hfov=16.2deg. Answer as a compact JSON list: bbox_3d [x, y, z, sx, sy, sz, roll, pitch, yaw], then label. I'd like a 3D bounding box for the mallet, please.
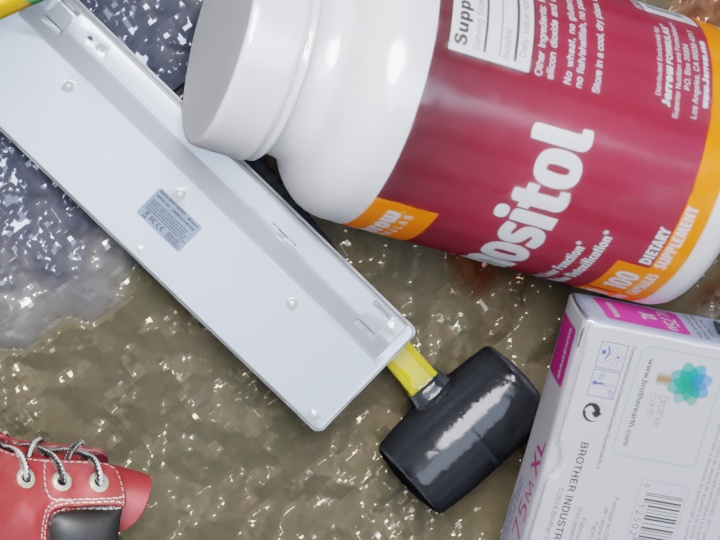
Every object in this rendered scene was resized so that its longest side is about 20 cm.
[{"bbox_3d":[0.000,0.000,0.997,0.066,0.041,0.200,-35,103,-7],"label":"mallet"}]

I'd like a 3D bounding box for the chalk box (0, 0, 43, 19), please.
[{"bbox_3d":[-0.160,-0.144,0.879,0.200,0.124,0.124,-24,104,-10],"label":"chalk box"}]

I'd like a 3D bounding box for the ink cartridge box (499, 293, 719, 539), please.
[{"bbox_3d":[0.164,0.085,1.009,0.200,0.042,0.120,11,107,-10],"label":"ink cartridge box"}]

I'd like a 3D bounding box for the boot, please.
[{"bbox_3d":[-0.155,0.053,0.942,0.144,0.072,0.200,-12,110,-15],"label":"boot"}]

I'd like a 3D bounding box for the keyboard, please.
[{"bbox_3d":[-0.068,-0.025,0.968,0.200,0.011,0.056,44,97,-8],"label":"keyboard"}]

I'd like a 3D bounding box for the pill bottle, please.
[{"bbox_3d":[0.040,-0.062,0.957,0.200,0.113,0.113,14,94,-17],"label":"pill bottle"}]
